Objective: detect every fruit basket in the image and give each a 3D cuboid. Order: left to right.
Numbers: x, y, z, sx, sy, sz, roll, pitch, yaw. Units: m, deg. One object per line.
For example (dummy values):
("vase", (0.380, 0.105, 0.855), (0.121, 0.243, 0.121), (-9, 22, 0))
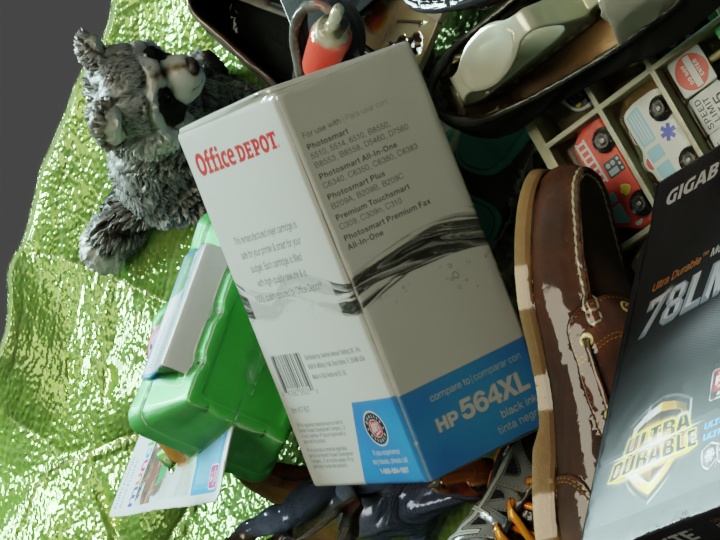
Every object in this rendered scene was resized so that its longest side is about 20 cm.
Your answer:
("fruit basket", (-0.089, 0.046, 1.351), (0.200, 0.093, 0.186), (-12, 56, 63))

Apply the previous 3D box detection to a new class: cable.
("cable", (-0.027, -0.077, 1.317), (0.097, 0.050, 0.200), (47, 140, 8))

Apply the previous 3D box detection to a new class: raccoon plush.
("raccoon plush", (-0.145, -0.059, 1.434), (0.200, 0.133, 0.097), (-54, 52, 27))

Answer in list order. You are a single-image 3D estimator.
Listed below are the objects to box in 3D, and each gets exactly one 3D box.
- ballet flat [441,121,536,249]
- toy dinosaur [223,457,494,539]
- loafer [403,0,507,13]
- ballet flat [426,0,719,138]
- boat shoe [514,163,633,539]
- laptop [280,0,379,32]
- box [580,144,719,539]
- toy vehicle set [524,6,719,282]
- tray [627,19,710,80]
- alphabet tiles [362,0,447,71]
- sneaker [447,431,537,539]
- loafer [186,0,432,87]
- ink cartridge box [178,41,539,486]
("ballet flat", (0.056, -0.058, 1.287), (0.072, 0.071, 0.201), (50, 117, 38))
("toy dinosaur", (0.000, 0.119, 1.300), (0.181, 0.105, 0.201), (-32, 50, 18))
("loafer", (0.099, -0.176, 1.202), (0.200, 0.063, 0.072), (-29, 58, 47))
("ballet flat", (0.109, -0.122, 1.127), (0.200, 0.068, 0.068), (-39, 75, 30))
("boat shoe", (0.118, 0.046, 1.126), (0.070, 0.070, 0.202), (-12, 78, 33))
("laptop", (-0.020, -0.250, 1.290), (0.200, 0.103, 0.178), (-39, 58, 29))
("box", (0.180, 0.018, 1.001), (0.200, 0.049, 0.200), (-32, 38, 54))
("toy vehicle set", (0.153, -0.064, 1.160), (0.124, 0.026, 0.201), (-37, 73, 30))
("tray", (0.135, -0.186, 1.231), (0.099, 0.037, 0.200), (-53, 51, 27))
("alphabet tiles", (0.041, -0.215, 1.304), (0.167, 0.008, 0.201), (39, 113, 42))
("sneaker", (0.078, 0.144, 1.190), (0.078, 0.077, 0.201), (34, 106, 2))
("loafer", (-0.030, -0.115, 1.373), (0.200, 0.063, 0.072), (37, 112, 43))
("ink cartridge box", (0.000, 0.000, 1.194), (0.146, 0.084, 0.201), (-11, 101, 66))
